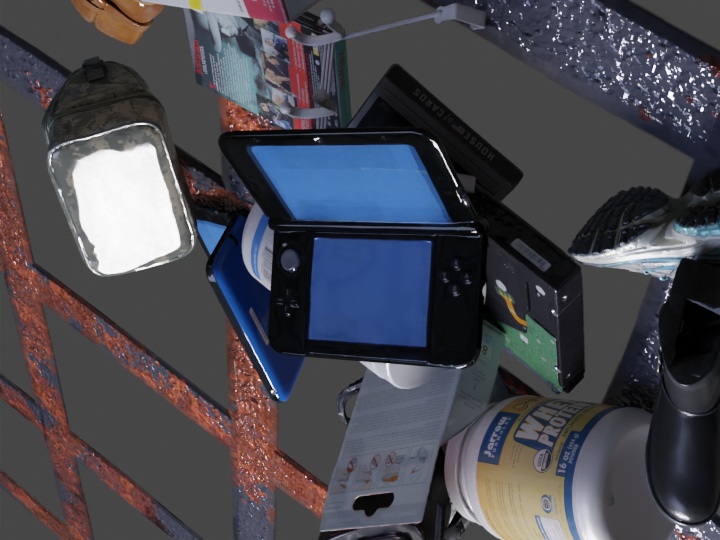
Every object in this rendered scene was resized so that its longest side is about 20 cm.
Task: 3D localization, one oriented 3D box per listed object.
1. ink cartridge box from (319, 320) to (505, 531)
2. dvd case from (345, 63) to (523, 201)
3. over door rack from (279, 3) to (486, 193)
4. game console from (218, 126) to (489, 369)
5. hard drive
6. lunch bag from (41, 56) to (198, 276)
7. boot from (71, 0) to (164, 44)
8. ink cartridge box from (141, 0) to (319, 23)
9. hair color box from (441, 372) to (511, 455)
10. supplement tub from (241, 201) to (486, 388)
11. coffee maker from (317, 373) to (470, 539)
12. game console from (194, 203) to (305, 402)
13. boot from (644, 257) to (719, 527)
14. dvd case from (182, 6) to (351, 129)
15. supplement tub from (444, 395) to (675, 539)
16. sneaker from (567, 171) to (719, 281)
[{"bbox_3d":[0.048,0.151,1.218,0.047,0.202,0.160,31,151,-27],"label":"ink cartridge box"},{"bbox_3d":[0.045,-0.086,1.207,0.150,0.025,0.200,40,147,-2],"label":"dvd case"},{"bbox_3d":[0.005,-0.140,1.081,0.199,0.066,0.149,2,86,42],"label":"over door rack"},{"bbox_3d":[-0.011,-0.016,1.035,0.198,0.116,0.178,3,88,31],"label":"game console"},{"bbox_3d":[0.139,0.018,1.163,0.140,0.038,0.201,41,162,30],"label":"hard drive"},{"bbox_3d":[-0.267,-0.117,1.463,0.168,0.138,0.201,-104,0,-51],"label":"lunch bag"},{"bbox_3d":[-0.271,-0.326,1.304,0.200,0.077,0.155,40,154,-3],"label":"boot"},{"bbox_3d":[-0.126,-0.303,1.126,0.199,0.083,0.146,17,139,40],"label":"ink cartridge box"},{"bbox_3d":[0.093,0.117,1.367,0.099,0.061,0.201,1,128,50],"label":"hair color box"},{"bbox_3d":[0.000,0.000,1.177,0.199,0.132,0.133,36,149,31],"label":"supplement tub"},{"bbox_3d":[0.018,0.244,1.327,0.192,0.200,0.135,45,110,-10],"label":"coffee maker"},{"bbox_3d":[-0.149,0.036,1.524,0.117,0.171,0.201,-11,121,25],"label":"game console"},{"bbox_3d":[0.254,0.099,0.999,0.065,0.167,0.200,0,161,9],"label":"boot"},{"bbox_3d":[-0.092,-0.205,1.259,0.199,0.022,0.147,27,144,27],"label":"dvd case"},{"bbox_3d":[0.191,0.196,1.255,0.199,0.145,0.145,1,127,50],"label":"supplement tub"},{"bbox_3d":[0.245,-0.014,1.015,0.086,0.078,0.199,50,152,-20],"label":"sneaker"}]
